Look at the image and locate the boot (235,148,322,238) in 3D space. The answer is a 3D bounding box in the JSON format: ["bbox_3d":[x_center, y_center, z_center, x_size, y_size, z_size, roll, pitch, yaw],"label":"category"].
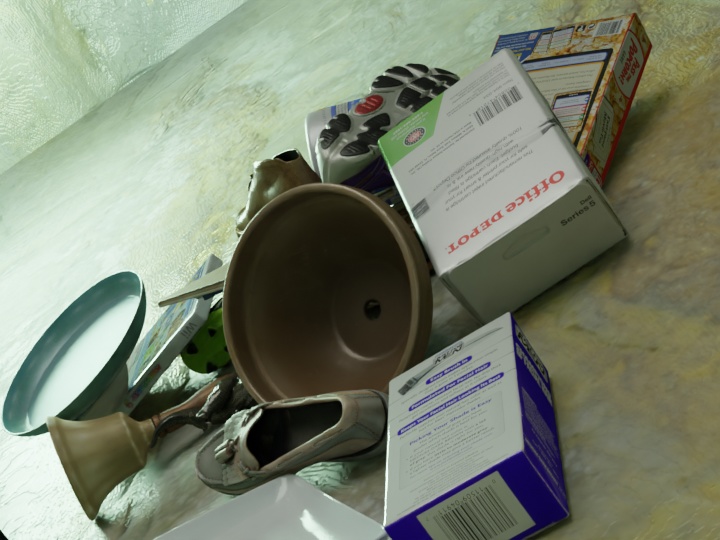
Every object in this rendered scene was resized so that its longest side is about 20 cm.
[{"bbox_3d":[-0.083,-0.076,1.626,0.073,0.076,0.200,-30,6,-22],"label":"boot"}]

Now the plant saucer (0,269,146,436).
[{"bbox_3d":[-0.277,0.086,1.619,0.199,0.027,0.201,-36,28,23],"label":"plant saucer"}]

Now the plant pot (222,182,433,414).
[{"bbox_3d":[-0.012,0.030,1.374,0.200,0.203,0.092,-23,-15,31],"label":"plant pot"}]

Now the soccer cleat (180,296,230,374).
[{"bbox_3d":[-0.101,0.028,1.652,0.199,0.068,0.081,-36,17,7],"label":"soccer cleat"}]

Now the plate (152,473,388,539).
[{"bbox_3d":[-0.096,0.219,1.176,0.199,0.033,0.199,-25,15,-20],"label":"plate"}]

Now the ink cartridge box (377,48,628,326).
[{"bbox_3d":[0.115,-0.071,1.381,0.145,0.084,0.201,-34,41,11],"label":"ink cartridge box"}]

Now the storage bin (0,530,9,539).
[{"bbox_3d":[-0.296,0.281,1.267,0.093,0.136,0.200,-37,19,-5],"label":"storage bin"}]

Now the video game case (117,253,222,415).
[{"bbox_3d":[-0.212,0.086,1.679,0.200,0.018,0.143,-50,13,20],"label":"video game case"}]

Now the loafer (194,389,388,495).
[{"bbox_3d":[-0.064,0.130,1.305,0.199,0.063,0.073,-19,65,34],"label":"loafer"}]

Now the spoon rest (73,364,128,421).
[{"bbox_3d":[-0.275,0.115,1.658,0.100,0.060,0.200,-55,12,-3],"label":"spoon rest"}]

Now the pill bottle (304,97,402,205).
[{"bbox_3d":[0.052,-0.128,1.645,0.198,0.113,0.112,-14,22,6],"label":"pill bottle"}]

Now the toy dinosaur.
[{"bbox_3d":[-0.097,0.109,1.469,0.200,0.077,0.102,-45,-3,12],"label":"toy dinosaur"}]

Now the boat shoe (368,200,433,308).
[{"bbox_3d":[0.000,0.000,1.531,0.199,0.076,0.074,-34,22,8],"label":"boat shoe"}]

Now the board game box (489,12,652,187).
[{"bbox_3d":[0.170,-0.144,1.514,0.150,0.046,0.201,-4,48,37],"label":"board game box"}]

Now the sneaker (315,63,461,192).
[{"bbox_3d":[0.029,-0.127,1.541,0.080,0.084,0.200,31,51,30],"label":"sneaker"}]

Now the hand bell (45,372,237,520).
[{"bbox_3d":[-0.179,0.142,1.522,0.198,0.105,0.104,-24,18,-7],"label":"hand bell"}]

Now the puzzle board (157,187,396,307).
[{"bbox_3d":[-0.077,-0.017,1.534,0.199,0.018,0.150,-30,7,-35],"label":"puzzle board"}]

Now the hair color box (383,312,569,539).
[{"bbox_3d":[0.077,0.119,1.128,0.109,0.065,0.200,-31,21,15],"label":"hair color box"}]
